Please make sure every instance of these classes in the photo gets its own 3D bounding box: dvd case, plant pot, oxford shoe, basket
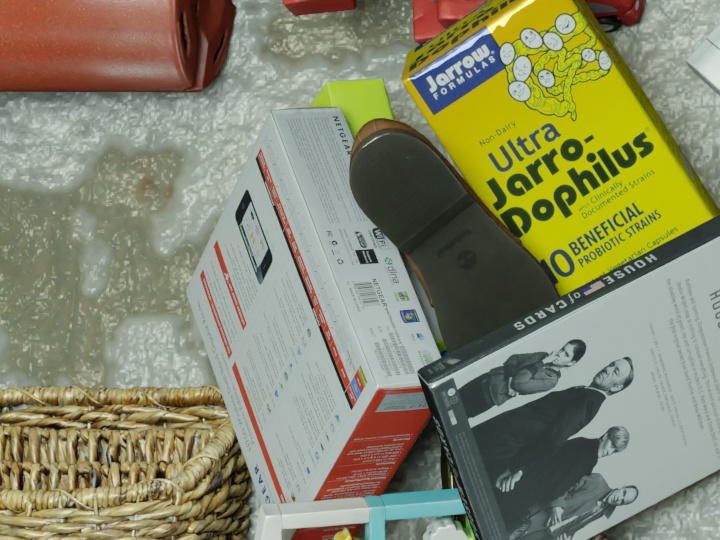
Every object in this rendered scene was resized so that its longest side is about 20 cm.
[{"bbox_3d":[0.142,0.073,1.427,0.199,0.151,0.025,-27,33,-10],"label":"dvd case"},{"bbox_3d":[-0.188,-0.197,1.628,0.194,0.201,0.202,6,80,12],"label":"plant pot"},{"bbox_3d":[0.061,-0.007,1.435,0.071,0.071,0.201,-30,109,7],"label":"oxford shoe"},{"bbox_3d":[-0.176,0.134,1.565,0.199,0.143,0.150,1,79,19],"label":"basket"}]

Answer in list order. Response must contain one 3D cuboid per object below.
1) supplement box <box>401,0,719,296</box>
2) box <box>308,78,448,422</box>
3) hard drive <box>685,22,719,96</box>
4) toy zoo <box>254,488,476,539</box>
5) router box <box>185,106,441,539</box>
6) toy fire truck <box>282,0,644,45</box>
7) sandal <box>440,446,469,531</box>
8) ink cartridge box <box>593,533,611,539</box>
[{"bbox_3d":[0.123,-0.066,1.479,0.109,0.110,0.201,-33,99,10],"label":"supplement box"},{"bbox_3d":[0.000,0.000,1.542,0.047,0.122,0.201,-4,66,-26],"label":"box"},{"bbox_3d":[0.311,-0.156,1.522,0.200,0.027,0.132,-47,68,4],"label":"hard drive"},{"bbox_3d":[0.012,0.194,1.472,0.199,0.020,0.132,-4,108,-9],"label":"toy zoo"},{"bbox_3d":[-0.030,0.036,1.500,0.049,0.180,0.201,-4,56,-27],"label":"router box"},{"bbox_3d":[0.065,-0.179,1.551,0.199,0.141,0.049,-6,76,18],"label":"toy fire truck"},{"bbox_3d":[0.078,0.088,1.531,0.054,0.080,0.201,2,73,-3],"label":"sandal"},{"bbox_3d":[0.125,0.276,1.441,0.200,0.075,0.165,-44,86,5],"label":"ink cartridge box"}]
